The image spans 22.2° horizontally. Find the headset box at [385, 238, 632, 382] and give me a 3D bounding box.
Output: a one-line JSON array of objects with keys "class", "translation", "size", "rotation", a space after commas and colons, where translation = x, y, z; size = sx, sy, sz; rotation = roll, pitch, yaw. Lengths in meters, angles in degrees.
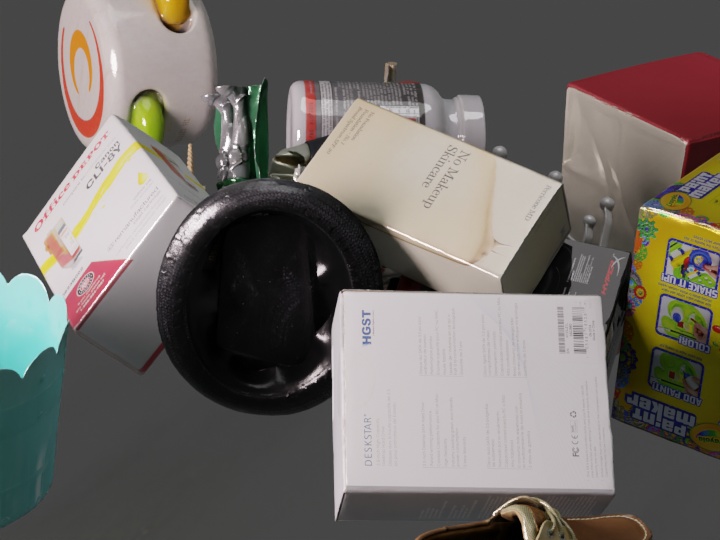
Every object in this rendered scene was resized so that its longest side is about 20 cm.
[{"class": "headset box", "translation": [0.108, 0.044, 1.494], "size": [0.198, 0.078, 0.150], "rotation": [11, 60, 18]}]

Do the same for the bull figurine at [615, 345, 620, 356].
[{"class": "bull figurine", "translation": [0.221, 0.033, 1.623], "size": [0.121, 0.066, 0.199], "rotation": [19, 27, 38]}]

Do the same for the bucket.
[{"class": "bucket", "translation": [-0.313, 0.093, 1.340], "size": [0.204, 0.136, 0.208], "rotation": [4, 25, -2]}]

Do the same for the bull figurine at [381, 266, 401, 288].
[{"class": "bull figurine", "translation": [0.000, 0.000, 1.636], "size": [0.120, 0.066, 0.200], "rotation": [0, 23, 13]}]

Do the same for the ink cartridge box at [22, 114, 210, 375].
[{"class": "ink cartridge box", "translation": [-0.201, -0.027, 1.580], "size": [0.083, 0.146, 0.200], "rotation": [34, 7, -33]}]

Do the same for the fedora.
[{"class": "fedora", "translation": [-0.071, 0.011, 1.468], "size": [0.198, 0.203, 0.092], "rotation": [3, 23, -1]}]

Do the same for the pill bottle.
[{"class": "pill bottle", "translation": [0.025, -0.136, 1.888], "size": [0.197, 0.117, 0.116], "rotation": [1, 25, -6]}]

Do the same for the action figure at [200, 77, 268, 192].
[{"class": "action figure", "translation": [-0.107, -0.059, 1.609], "size": [0.054, 0.203, 0.118], "rotation": [-4, -5, -22]}]

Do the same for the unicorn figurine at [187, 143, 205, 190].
[{"class": "unicorn figurine", "translation": [-0.138, -0.048, 1.731], "size": [0.199, 0.074, 0.137], "rotation": [36, 7, 20]}]

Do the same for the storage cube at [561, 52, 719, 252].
[{"class": "storage cube", "translation": [0.311, -0.093, 1.774], "size": [0.178, 0.173, 0.200], "rotation": [-16, 32, -32]}]

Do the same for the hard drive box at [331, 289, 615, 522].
[{"class": "hard drive box", "translation": [0.080, 0.101, 1.352], "size": [0.197, 0.077, 0.158], "rotation": [2, 66, -6]}]

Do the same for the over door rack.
[{"class": "over door rack", "translation": [0.145, -0.063, 1.615], "size": [0.147, 0.067, 0.200], "rotation": [22, 4, -35]}]

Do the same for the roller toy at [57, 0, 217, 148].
[{"class": "roller toy", "translation": [-0.233, -0.223, 1.952], "size": [0.138, 0.203, 0.182], "rotation": [-9, 8, -26]}]

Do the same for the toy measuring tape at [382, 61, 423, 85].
[{"class": "toy measuring tape", "translation": [0.056, -0.189, 2.062], "size": [0.073, 0.074, 0.200], "rotation": [4, 26, 1]}]

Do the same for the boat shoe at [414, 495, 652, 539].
[{"class": "boat shoe", "translation": [0.116, 0.196, 1.251], "size": [0.198, 0.075, 0.076], "rotation": [-11, 29, -28]}]

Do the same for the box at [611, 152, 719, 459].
[{"class": "box", "translation": [0.314, 0.021, 1.508], "size": [0.121, 0.195, 0.199], "rotation": [19, 29, 29]}]

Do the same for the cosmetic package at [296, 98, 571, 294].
[{"class": "cosmetic package", "translation": [0.058, -0.050, 1.474], "size": [0.199, 0.073, 0.104], "rotation": [23, 66, 26]}]

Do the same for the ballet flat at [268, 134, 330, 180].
[{"class": "ballet flat", "translation": [-0.049, -0.080, 1.638], "size": [0.072, 0.074, 0.200], "rotation": [3, 24, -2]}]
